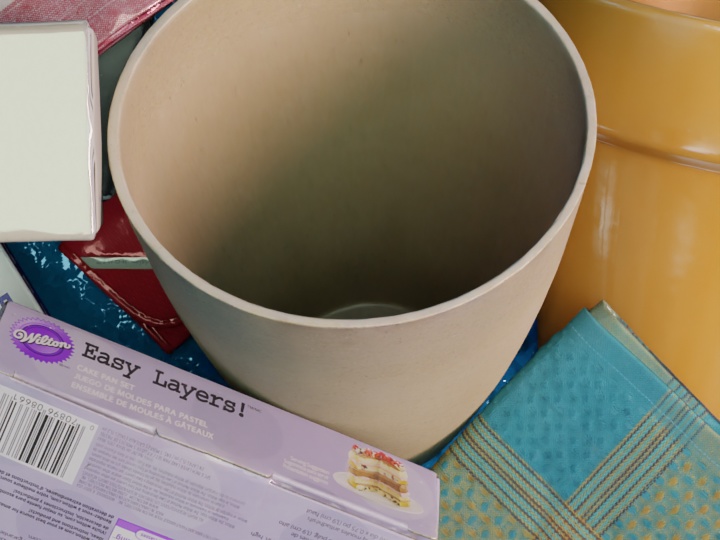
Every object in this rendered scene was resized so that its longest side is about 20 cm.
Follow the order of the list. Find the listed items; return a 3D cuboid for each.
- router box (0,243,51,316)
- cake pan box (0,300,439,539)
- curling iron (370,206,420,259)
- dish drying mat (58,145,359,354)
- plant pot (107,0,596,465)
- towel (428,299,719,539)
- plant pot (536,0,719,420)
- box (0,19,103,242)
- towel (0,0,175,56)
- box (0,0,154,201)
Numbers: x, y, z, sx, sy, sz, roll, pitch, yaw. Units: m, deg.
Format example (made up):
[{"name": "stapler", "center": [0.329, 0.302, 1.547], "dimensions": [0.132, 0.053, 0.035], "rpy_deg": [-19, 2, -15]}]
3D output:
[{"name": "router box", "center": [-0.202, 0.089, 0.843], "dimensions": [0.179, 0.049, 0.201], "rpy_deg": [-33, 98, -6]}, {"name": "cake pan box", "center": [-0.093, 0.125, 0.760], "dimensions": [0.198, 0.052, 0.185], "rpy_deg": [21, 120, -9]}, {"name": "curling iron", "center": [-0.003, -0.105, 0.874], "dimensions": [0.049, 0.026, 0.202], "rpy_deg": [-15, 97, -1]}, {"name": "dish drying mat", "center": [-0.045, -0.056, 0.857], "dimensions": [0.077, 0.018, 0.200], "rpy_deg": [44, 97, -6]}, {"name": "plant pot", "center": [0.000, 0.000, 0.787], "dimensions": [0.185, 0.201, 0.189], "rpy_deg": [-1, 55, 2]}, {"name": "towel", "center": [0.082, 0.131, 0.783], "dimensions": [0.147, 0.022, 0.200], "rpy_deg": [46, 105, 14]}, {"name": "plant pot", "center": [0.155, -0.032, 0.832], "dimensions": [0.198, 0.200, 0.185], "rpy_deg": [6, 108, -9]}, {"name": "box", "center": [-0.195, -0.049, 0.685], "dimensions": [0.198, 0.068, 0.083], "rpy_deg": [0, 94, -6]}, {"name": "towel", "center": [-0.182, -0.150, 0.728], "dimensions": [0.144, 0.023, 0.201], "rpy_deg": [-37, 98, -6]}, {"name": "box", "center": [-0.179, -0.149, 0.797], "dimensions": [0.195, 0.117, 0.202], "rpy_deg": [13, 92, -9]}]
